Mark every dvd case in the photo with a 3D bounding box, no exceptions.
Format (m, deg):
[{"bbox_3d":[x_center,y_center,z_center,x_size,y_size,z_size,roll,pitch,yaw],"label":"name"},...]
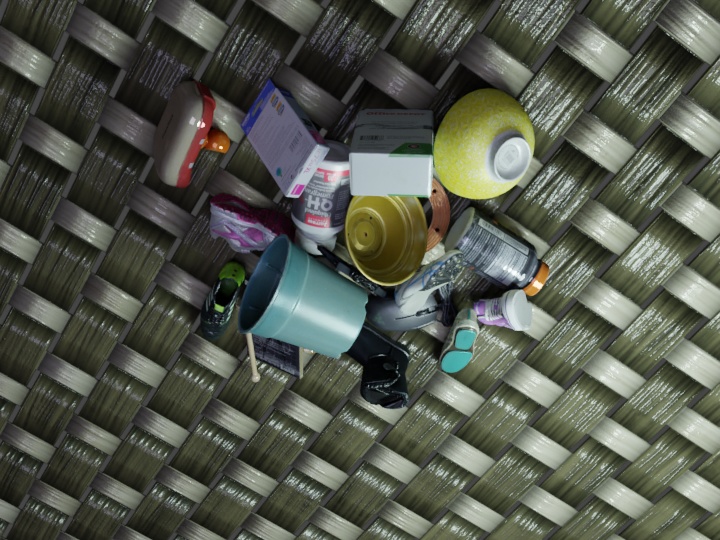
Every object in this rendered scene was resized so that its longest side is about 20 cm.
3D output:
[{"bbox_3d":[-0.182,0.118,1.806,0.147,0.016,0.203,20,124,28],"label":"dvd case"}]

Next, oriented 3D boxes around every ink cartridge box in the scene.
[{"bbox_3d":[-0.142,-0.246,1.575,0.042,0.201,0.120,1,134,-48],"label":"ink cartridge box"},{"bbox_3d":[0.059,-0.214,1.533,0.144,0.201,0.084,2,123,5],"label":"ink cartridge box"}]

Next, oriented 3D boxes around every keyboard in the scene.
[{"bbox_3d":[0.000,0.000,1.669,0.040,0.104,0.199,-50,146,6],"label":"keyboard"}]

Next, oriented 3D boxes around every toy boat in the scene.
[{"bbox_3d":[-0.307,-0.248,1.612,0.129,0.131,0.201,11,124,-34],"label":"toy boat"}]

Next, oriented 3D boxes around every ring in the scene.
[{"bbox_3d":[0.079,-0.115,1.688,0.197,0.019,0.203,2,118,4],"label":"ring"}]

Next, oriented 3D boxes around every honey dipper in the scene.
[{"bbox_3d":[-0.238,0.155,1.833,0.037,0.038,0.203,0,118,6],"label":"honey dipper"}]

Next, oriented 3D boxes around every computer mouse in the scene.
[{"bbox_3d":[0.100,0.079,1.772,0.197,0.053,0.140,-10,118,11],"label":"computer mouse"}]

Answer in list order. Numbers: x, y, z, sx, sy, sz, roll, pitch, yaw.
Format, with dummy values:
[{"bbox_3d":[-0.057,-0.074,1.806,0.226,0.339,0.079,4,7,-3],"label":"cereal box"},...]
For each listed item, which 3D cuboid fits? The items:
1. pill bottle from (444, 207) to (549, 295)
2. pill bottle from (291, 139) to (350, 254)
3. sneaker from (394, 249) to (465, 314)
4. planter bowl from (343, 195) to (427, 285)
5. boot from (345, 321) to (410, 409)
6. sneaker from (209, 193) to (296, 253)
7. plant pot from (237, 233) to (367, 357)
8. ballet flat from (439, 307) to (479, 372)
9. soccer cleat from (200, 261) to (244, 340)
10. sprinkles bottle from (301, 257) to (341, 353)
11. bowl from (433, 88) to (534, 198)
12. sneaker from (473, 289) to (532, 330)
[{"bbox_3d":[0.269,-0.029,1.666,0.198,0.107,0.107,31,117,-12],"label":"pill bottle"},{"bbox_3d":[-0.074,-0.138,1.637,0.109,0.111,0.202,11,119,0],"label":"pill bottle"},{"bbox_3d":[0.127,0.012,1.659,0.071,0.073,0.200,-3,151,-38],"label":"sneaker"},{"bbox_3d":[0.029,-0.071,1.634,0.083,0.201,0.201,-5,128,54],"label":"planter bowl"},{"bbox_3d":[0.014,0.193,1.777,0.198,0.169,0.077,25,119,-8],"label":"boot"},{"bbox_3d":[-0.214,-0.076,1.710,0.198,0.082,0.089,24,120,2],"label":"sneaker"},{"bbox_3d":[-0.103,0.062,1.634,0.194,0.201,0.201,25,119,-21],"label":"plant pot"},{"bbox_3d":[0.210,0.144,1.786,0.066,0.063,0.201,9,146,-5],"label":"ballet flat"},{"bbox_3d":[-0.296,0.073,1.792,0.067,0.081,0.202,22,119,-6],"label":"soccer cleat"},{"bbox_3d":[-0.091,0.074,1.780,0.067,0.069,0.202,13,120,-2],"label":"sprinkles bottle"},{"bbox_3d":[0.240,-0.211,1.519,0.198,0.108,0.203,-13,118,-24],"label":"bowl"},{"bbox_3d":[0.272,0.081,1.690,0.113,0.200,0.074,6,77,18],"label":"sneaker"}]
